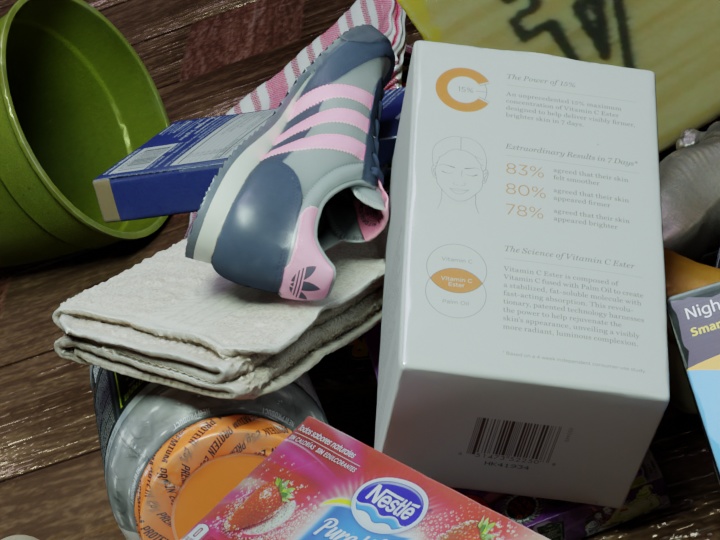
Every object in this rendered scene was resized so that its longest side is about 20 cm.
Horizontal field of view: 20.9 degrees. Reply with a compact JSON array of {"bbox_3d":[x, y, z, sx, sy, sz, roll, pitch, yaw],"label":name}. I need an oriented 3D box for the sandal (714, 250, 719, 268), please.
[{"bbox_3d":[0.226,-0.006,1.079,0.076,0.043,0.200,7,37,47],"label":"sandal"}]

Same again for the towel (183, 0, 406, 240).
[{"bbox_3d":[-0.046,-0.108,1.304,0.200,0.030,0.147,-39,24,23],"label":"towel"}]

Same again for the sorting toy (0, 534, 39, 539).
[{"bbox_3d":[-0.232,0.215,1.011,0.199,0.037,0.185,-29,25,-15],"label":"sorting toy"}]

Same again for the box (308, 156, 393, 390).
[{"bbox_3d":[0.000,0.000,1.168,0.199,0.040,0.138,-5,69,32],"label":"box"}]

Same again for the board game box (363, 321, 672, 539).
[{"bbox_3d":[0.073,0.064,1.014,0.119,0.032,0.201,-24,42,4],"label":"board game box"}]

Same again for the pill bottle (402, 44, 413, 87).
[{"bbox_3d":[0.027,-0.078,1.308,0.112,0.113,0.200,-22,24,-2],"label":"pill bottle"}]

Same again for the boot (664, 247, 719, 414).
[{"bbox_3d":[0.224,0.027,0.981,0.143,0.071,0.201,-20,36,-11],"label":"boot"}]

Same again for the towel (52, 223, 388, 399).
[{"bbox_3d":[-0.055,0.009,1.024,0.132,0.035,0.200,12,26,30],"label":"towel"}]

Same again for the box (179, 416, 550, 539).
[{"bbox_3d":[0.016,0.151,0.845,0.095,0.100,0.200,-42,29,-18],"label":"box"}]

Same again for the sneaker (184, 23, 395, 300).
[{"bbox_3d":[-0.013,-0.053,1.018,0.082,0.070,0.200,27,47,8],"label":"sneaker"}]

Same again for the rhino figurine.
[{"bbox_3d":[0.172,-0.025,1.125,0.200,0.060,0.087,-39,13,-30],"label":"rhino figurine"}]

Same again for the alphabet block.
[{"bbox_3d":[0.152,-0.193,1.292,0.199,0.197,0.196,-30,20,17],"label":"alphabet block"}]

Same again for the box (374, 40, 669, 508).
[{"bbox_3d":[0.076,-0.001,0.944,0.123,0.098,0.201,7,52,-3],"label":"box"}]

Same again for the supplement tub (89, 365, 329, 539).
[{"bbox_3d":[-0.080,0.086,1.048,0.122,0.123,0.200,-22,24,-2],"label":"supplement tub"}]

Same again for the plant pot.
[{"bbox_3d":[-0.278,-0.086,1.515,0.192,0.201,0.201,-23,21,28],"label":"plant pot"}]

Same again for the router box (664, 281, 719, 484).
[{"bbox_3d":[0.249,0.053,0.855,0.198,0.051,0.150,-17,50,6],"label":"router box"}]

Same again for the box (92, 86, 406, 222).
[{"bbox_3d":[-0.044,-0.071,1.152,0.198,0.033,0.121,-8,18,24],"label":"box"}]
